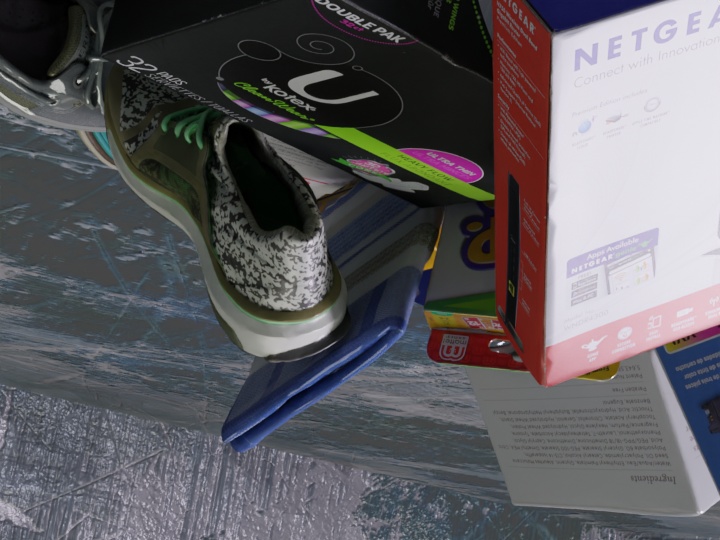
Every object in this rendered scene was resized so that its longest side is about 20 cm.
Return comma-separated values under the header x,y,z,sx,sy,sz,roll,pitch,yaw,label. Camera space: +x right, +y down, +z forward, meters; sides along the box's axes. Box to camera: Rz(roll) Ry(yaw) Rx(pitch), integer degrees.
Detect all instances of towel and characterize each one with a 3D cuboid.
x,y,z,sx,sy,sz,roll,pitch,yaw,label
0.000,0.000,0.763,0.024,0.200,0.147,40,129,-16,towel

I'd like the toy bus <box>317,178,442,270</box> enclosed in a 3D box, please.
x,y,z,sx,sy,sz,roll,pitch,yaw,label
-0.004,-0.031,0.947,0.065,0.078,0.200,45,146,-22,toy bus

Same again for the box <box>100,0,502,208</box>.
x,y,z,sx,sy,sz,roll,pitch,yaw,label
0.020,-0.120,0.610,0.200,0.125,0.148,23,161,-39,box

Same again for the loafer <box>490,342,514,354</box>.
x,y,z,sx,sy,sz,roll,pitch,yaw,label
0.108,0.037,1.092,0.072,0.063,0.200,11,-157,11,loafer

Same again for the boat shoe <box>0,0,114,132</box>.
x,y,z,sx,sy,sz,roll,pitch,yaw,label
-0.189,-0.136,0.795,0.202,0.075,0.065,29,161,-37,boat shoe

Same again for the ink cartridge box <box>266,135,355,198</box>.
x,y,z,sx,sy,sz,roll,pitch,yaw,label
-0.043,-0.102,0.837,0.116,0.068,0.200,16,164,-20,ink cartridge box

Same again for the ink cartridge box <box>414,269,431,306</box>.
x,y,z,sx,sy,sz,roll,pitch,yaw,label
0.138,0.002,1.018,0.199,0.044,0.094,-2,-171,-21,ink cartridge box

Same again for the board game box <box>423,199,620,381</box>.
x,y,z,sx,sy,sz,roll,pitch,yaw,label
0.094,-0.044,0.702,0.095,0.201,0.030,5,156,19,board game box

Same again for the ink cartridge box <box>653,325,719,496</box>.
x,y,z,sx,sy,sz,roll,pitch,yaw,label
0.229,0.077,0.732,0.076,0.201,0.136,-22,-179,30,ink cartridge box

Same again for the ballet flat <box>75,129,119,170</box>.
x,y,z,sx,sy,sz,roll,pitch,yaw,label
-0.154,-0.097,0.954,0.069,0.070,0.200,3,165,23,ballet flat

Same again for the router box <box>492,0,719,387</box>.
x,y,z,sx,sy,sz,roll,pitch,yaw,label
0.151,-0.059,0.564,0.199,0.049,0.180,-19,136,-12,router box

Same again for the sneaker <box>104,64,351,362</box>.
x,y,z,sx,sy,sz,roll,pitch,yaw,label
-0.062,-0.055,0.689,0.077,0.200,0.089,-21,147,-27,sneaker

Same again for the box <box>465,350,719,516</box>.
x,y,z,sx,sy,sz,roll,pitch,yaw,label
0.226,0.087,1.100,0.199,0.131,0.200,-25,-170,-37,box
